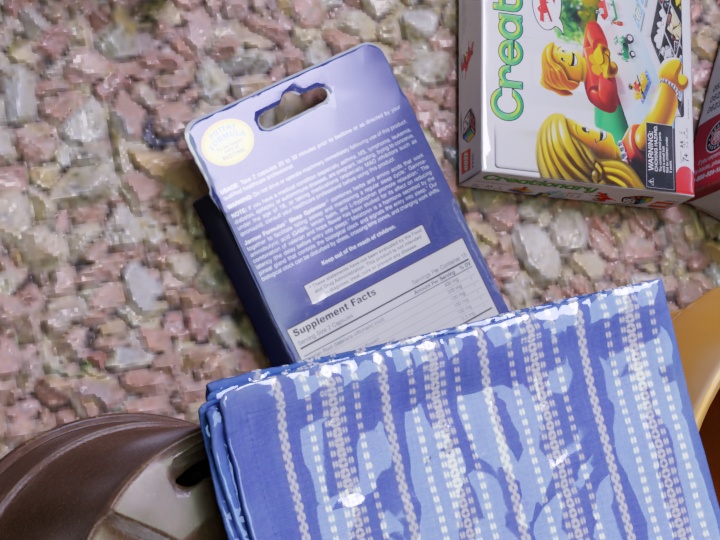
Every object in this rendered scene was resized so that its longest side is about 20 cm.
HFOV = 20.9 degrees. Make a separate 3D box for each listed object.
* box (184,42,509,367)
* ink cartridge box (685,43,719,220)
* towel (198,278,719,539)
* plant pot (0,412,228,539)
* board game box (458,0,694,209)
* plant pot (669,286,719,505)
[{"bbox_3d":[0.000,0.000,0.960,0.120,0.032,0.201,-26,93,-25],"label":"box"},{"bbox_3d":[0.285,-0.116,1.041,0.144,0.145,0.202,23,71,-16],"label":"ink cartridge box"},{"bbox_3d":[0.046,0.091,0.740,0.198,0.024,0.146,-13,85,-18],"label":"towel"},{"bbox_3d":[-0.070,0.147,0.811,0.198,0.198,0.202,4,77,-21],"label":"plant pot"},{"bbox_3d":[0.114,-0.139,1.035,0.125,0.035,0.202,5,78,-21],"label":"board game box"},{"bbox_3d":[0.158,0.097,0.909,0.199,0.183,0.202,-3,96,-32],"label":"plant pot"}]
